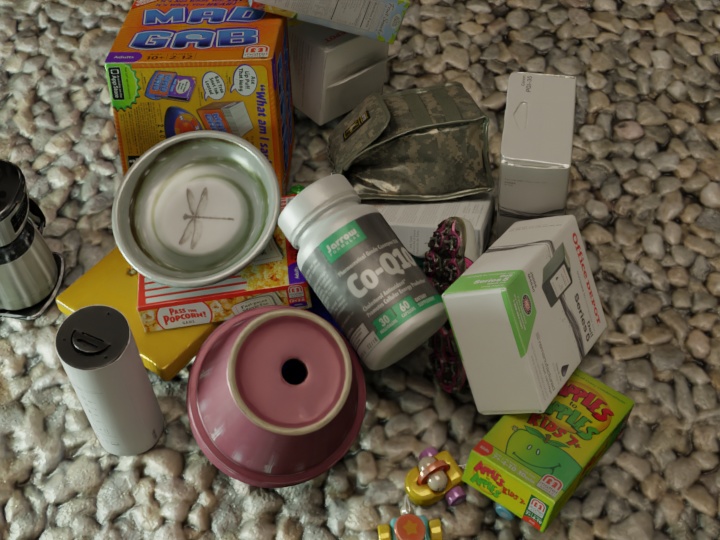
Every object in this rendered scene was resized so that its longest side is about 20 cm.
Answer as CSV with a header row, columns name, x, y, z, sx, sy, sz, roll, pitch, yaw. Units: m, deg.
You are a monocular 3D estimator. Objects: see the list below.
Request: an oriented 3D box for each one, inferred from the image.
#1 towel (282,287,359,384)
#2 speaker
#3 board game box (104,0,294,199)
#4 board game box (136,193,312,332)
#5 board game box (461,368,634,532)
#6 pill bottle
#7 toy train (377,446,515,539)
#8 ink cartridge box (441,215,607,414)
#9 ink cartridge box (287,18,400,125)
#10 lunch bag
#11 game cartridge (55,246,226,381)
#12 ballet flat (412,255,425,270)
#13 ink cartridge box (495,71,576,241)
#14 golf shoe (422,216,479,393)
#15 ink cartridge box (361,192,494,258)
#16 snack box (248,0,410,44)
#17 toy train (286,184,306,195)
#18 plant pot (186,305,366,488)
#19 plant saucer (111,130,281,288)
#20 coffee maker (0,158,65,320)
name,x,y,z,sx,sy,sz,roll,pitch,yaw
towel,-0.073,0.069,1.370,0.199,0.050,0.148,-35,61,-19
speaker,-0.270,0.124,1.251,0.080,0.201,0.082,-1,55,2
board game box,-0.192,-0.213,1.448,0.197,0.202,0.201,0,34,2
board game box,-0.162,-0.010,1.367,0.198,0.047,0.152,-9,46,0
board game box,0.205,0.181,1.233,0.101,0.048,0.200,29,40,22
pill bottle,0.000,0.000,1.276,0.113,0.113,0.201,-32,75,-18
toy train,0.105,0.258,1.222,0.149,0.056,0.200,27,60,21
ink cartridge box,0.185,0.045,1.264,0.083,0.147,0.200,-7,21,36
ink cartridge box,-0.056,-0.304,1.571,0.128,0.126,0.200,-31,58,-32
lunch bag,0.053,-0.158,1.451,0.198,0.119,0.164,-10,24,-2
game cartridge,-0.242,0.029,1.396,0.199,0.033,0.176,28,57,30
ballet flat,0.052,-0.011,1.407,0.198,0.067,0.067,25,18,6
ink cartridge box,0.210,-0.117,1.389,0.082,0.201,0.148,6,55,8
golf shoe,0.123,0.034,1.315,0.091,0.202,0.072,-12,16,-29
ink cartridge box,0.059,-0.057,1.406,0.197,0.051,0.162,1,19,12
snack box,-0.054,-0.376,1.469,0.198,0.068,0.169,9,36,-23
toy train,-0.132,-0.089,1.480,0.197,0.042,0.057,5,27,7
plant pot,-0.084,0.123,1.217,0.197,0.179,0.202,3,74,-9
plant saucer,-0.186,-0.065,1.334,0.198,0.050,0.202,-3,66,7
coffee maker,-0.472,-0.038,1.378,0.190,0.201,0.136,-11,54,-4
